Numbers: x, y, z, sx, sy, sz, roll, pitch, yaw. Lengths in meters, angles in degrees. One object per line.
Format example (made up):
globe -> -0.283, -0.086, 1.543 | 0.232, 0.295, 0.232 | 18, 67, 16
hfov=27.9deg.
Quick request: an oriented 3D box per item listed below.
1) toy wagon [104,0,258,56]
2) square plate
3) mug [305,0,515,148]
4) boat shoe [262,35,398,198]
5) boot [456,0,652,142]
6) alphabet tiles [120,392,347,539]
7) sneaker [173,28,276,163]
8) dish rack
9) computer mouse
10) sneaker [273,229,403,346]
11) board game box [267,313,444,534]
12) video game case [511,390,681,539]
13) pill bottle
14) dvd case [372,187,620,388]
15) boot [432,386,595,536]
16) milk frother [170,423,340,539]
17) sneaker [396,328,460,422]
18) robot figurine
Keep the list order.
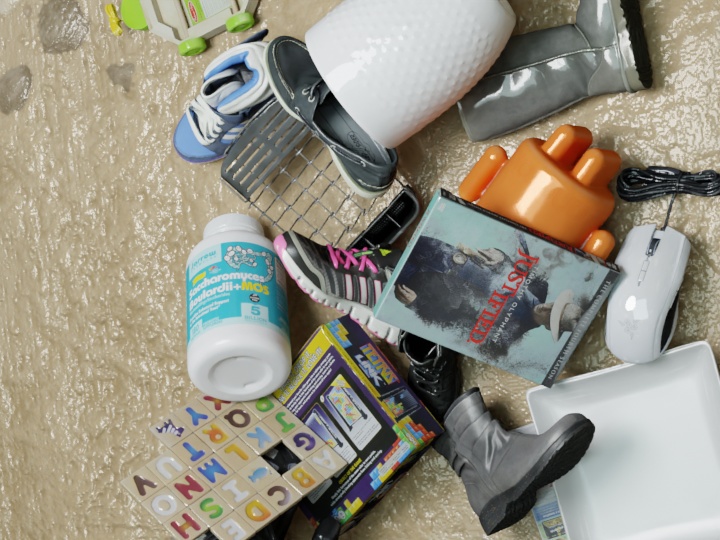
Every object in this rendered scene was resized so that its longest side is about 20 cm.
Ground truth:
toy wagon -> -0.205, -0.326, 1.660 | 0.200, 0.040, 0.156 | -22, 83, 26
square plate -> 0.283, 0.189, 1.439 | 0.198, 0.028, 0.201 | -18, 84, 24
mug -> 0.051, -0.248, 1.446 | 0.175, 0.148, 0.200 | -36, 45, 16
boat shoe -> -0.027, -0.168, 1.486 | 0.200, 0.074, 0.066 | 59, 158, 7
boot -> 0.183, -0.237, 1.470 | 0.199, 0.072, 0.183 | -10, 86, 32
alphabet tiles -> -0.140, 0.199, 1.496 | 0.167, 0.200, 0.008 | 39, 140, 24
sneaker -> -0.158, -0.185, 1.585 | 0.200, 0.146, 0.081 | -30, 80, 23
dish rack -> -0.050, -0.088, 1.557 | 0.200, 0.055, 0.153 | 42, 109, -7
computer mouse -> 0.287, -0.008, 1.415 | 0.109, 0.044, 0.201 | 11, 83, 26
sneaker -> 0.000, 0.000, 1.512 | 0.087, 0.200, 0.074 | -48, 30, 17
board game box -> -0.024, 0.171, 1.558 | 0.165, 0.057, 0.200 | 52, 131, 15
video game case -> 0.245, 0.239, 1.485 | 0.143, 0.018, 0.201 | -23, 83, 24
pill bottle -> -0.134, 0.034, 1.571 | 0.111, 0.111, 0.200 | -30, 45, 24
dvd case -> 0.132, 0.021, 1.407 | 0.199, 0.022, 0.146 | 22, 113, -15
boot -> 0.143, 0.169, 1.463 | 0.132, 0.070, 0.200 | 58, 135, 23
milk frother -> -0.141, 0.302, 1.538 | 0.180, 0.200, 0.188 | 40, 134, 20
sneaker -> 0.069, 0.082, 1.496 | 0.060, 0.104, 0.200 | 20, 113, 22
robot figurine -> 0.174, -0.053, 1.451 | 0.144, 0.117, 0.200 | 30, 110, -16
